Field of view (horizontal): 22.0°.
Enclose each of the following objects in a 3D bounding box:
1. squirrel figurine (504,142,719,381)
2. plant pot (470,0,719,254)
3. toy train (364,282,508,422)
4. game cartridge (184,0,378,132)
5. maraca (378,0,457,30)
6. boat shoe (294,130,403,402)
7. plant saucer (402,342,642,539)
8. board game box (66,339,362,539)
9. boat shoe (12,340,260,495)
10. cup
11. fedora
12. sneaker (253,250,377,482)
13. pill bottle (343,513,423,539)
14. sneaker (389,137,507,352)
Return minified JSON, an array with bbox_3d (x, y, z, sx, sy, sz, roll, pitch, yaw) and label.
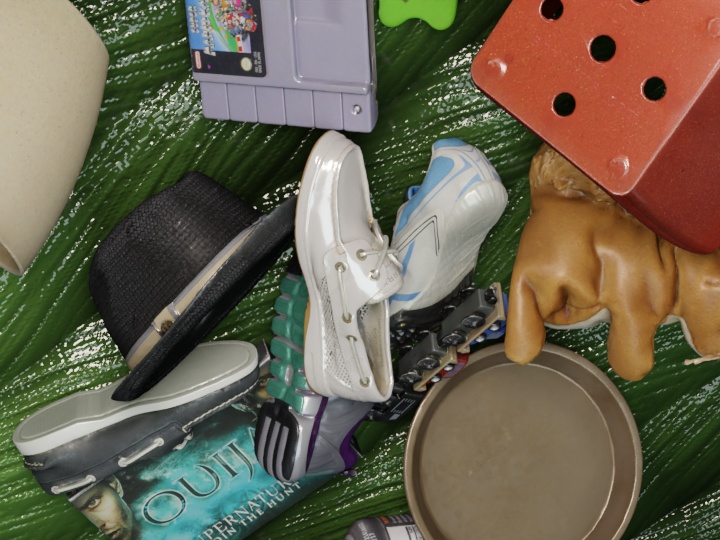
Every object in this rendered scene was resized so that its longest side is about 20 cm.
[{"bbox_3d":[0.216,-0.020,1.358,0.185,0.141,0.202,6,96,17],"label":"squirrel figurine"},{"bbox_3d":[0.184,-0.141,1.209,0.201,0.200,0.176,-56,161,19],"label":"plant pot"},{"bbox_3d":[0.058,0.066,1.409,0.045,0.034,0.200,12,145,-25],"label":"toy train"},{"bbox_3d":[-0.056,-0.187,1.227,0.128,0.038,0.201,3,124,10],"label":"game cartridge"},{"bbox_3d":[0.059,-0.235,1.218,0.137,0.107,0.200,36,131,-16],"label":"maraca"},{"bbox_3d":[0.000,0.000,1.288,0.069,0.071,0.202,12,122,27],"label":"boat shoe"},{"bbox_3d":[0.128,0.157,1.484,0.198,0.029,0.202,0,90,-11],"label":"plant saucer"},{"bbox_3d":[-0.116,0.157,1.469,0.199,0.028,0.135,-36,125,8],"label":"board game box"},{"bbox_3d":[-0.161,0.112,1.399,0.198,0.076,0.061,-18,115,11],"label":"boat shoe"},{"bbox_3d":[-0.242,-0.116,1.175,0.143,0.200,0.201,-49,126,-13],"label":"cup"},{"bbox_3d":[-0.130,-0.003,1.308,0.092,0.201,0.201,45,106,2],"label":"fedora"},{"bbox_3d":[-0.019,0.062,1.403,0.087,0.074,0.202,6,105,-38],"label":"sneaker"},{"bbox_3d":[0.052,0.253,1.533,0.198,0.106,0.107,-2,123,-13],"label":"pill bottle"},{"bbox_3d":[0.050,-0.015,1.388,0.071,0.073,0.201,-5,139,-33],"label":"sneaker"}]
